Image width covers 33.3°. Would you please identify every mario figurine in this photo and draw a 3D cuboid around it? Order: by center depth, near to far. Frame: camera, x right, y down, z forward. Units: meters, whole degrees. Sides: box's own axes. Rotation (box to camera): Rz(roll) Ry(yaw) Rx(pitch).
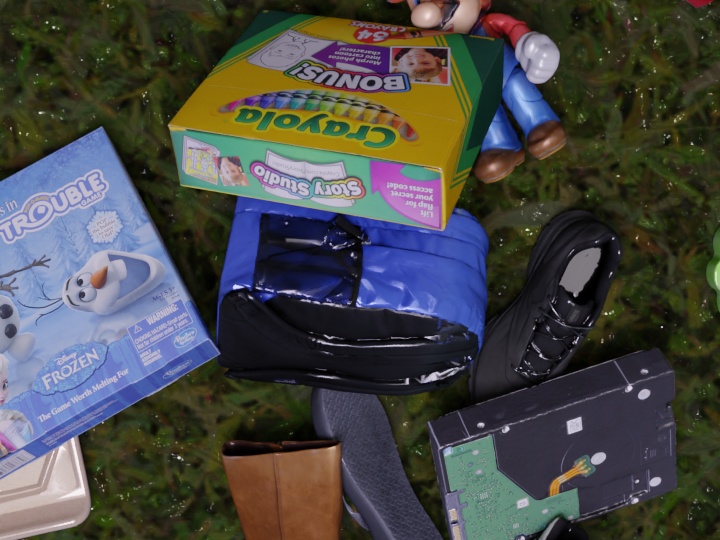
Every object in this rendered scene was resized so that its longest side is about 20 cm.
[{"bbox_3d":[0.078,-0.166,0.941,0.123,0.106,0.201,-31,99,-2],"label":"mario figurine"}]

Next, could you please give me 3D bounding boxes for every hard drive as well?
[{"bbox_3d":[0.159,0.150,0.978,0.197,0.038,0.141,-18,127,-6],"label":"hard drive"}]

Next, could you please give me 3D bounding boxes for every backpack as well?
[{"bbox_3d":[0.000,0.000,0.911,0.197,0.163,0.170,10,69,-2],"label":"backpack"}]

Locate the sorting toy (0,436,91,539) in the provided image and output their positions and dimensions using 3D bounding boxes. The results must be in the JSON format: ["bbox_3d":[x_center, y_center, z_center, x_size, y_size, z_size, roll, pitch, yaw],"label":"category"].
[{"bbox_3d":[-0.320,0.117,0.953,0.182,0.036,0.203,-11,91,-6],"label":"sorting toy"}]

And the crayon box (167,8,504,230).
[{"bbox_3d":[-0.012,-0.115,0.870,0.197,0.173,0.059,10,130,16],"label":"crayon box"}]

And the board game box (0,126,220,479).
[{"bbox_3d":[-0.237,0.023,0.905,0.198,0.043,0.200,-29,69,-5],"label":"board game box"}]

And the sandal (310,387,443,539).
[{"bbox_3d":[0.006,0.176,0.978,0.043,0.076,0.202,-21,96,36],"label":"sandal"}]

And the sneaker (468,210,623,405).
[{"bbox_3d":[0.149,0.045,0.973,0.075,0.091,0.202,23,93,-10],"label":"sneaker"}]

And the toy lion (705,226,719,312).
[{"bbox_3d":[0.383,-0.034,1.014,0.189,0.069,0.203,-13,96,2],"label":"toy lion"}]

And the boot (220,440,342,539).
[{"bbox_3d":[-0.011,0.226,0.951,0.186,0.068,0.203,2,105,24],"label":"boot"}]

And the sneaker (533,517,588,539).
[{"bbox_3d":[0.155,0.258,0.914,0.075,0.200,0.088,30,104,-15],"label":"sneaker"}]

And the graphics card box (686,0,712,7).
[{"bbox_3d":[0.288,-0.336,0.981,0.125,0.051,0.201,33,89,-8],"label":"graphics card box"}]
